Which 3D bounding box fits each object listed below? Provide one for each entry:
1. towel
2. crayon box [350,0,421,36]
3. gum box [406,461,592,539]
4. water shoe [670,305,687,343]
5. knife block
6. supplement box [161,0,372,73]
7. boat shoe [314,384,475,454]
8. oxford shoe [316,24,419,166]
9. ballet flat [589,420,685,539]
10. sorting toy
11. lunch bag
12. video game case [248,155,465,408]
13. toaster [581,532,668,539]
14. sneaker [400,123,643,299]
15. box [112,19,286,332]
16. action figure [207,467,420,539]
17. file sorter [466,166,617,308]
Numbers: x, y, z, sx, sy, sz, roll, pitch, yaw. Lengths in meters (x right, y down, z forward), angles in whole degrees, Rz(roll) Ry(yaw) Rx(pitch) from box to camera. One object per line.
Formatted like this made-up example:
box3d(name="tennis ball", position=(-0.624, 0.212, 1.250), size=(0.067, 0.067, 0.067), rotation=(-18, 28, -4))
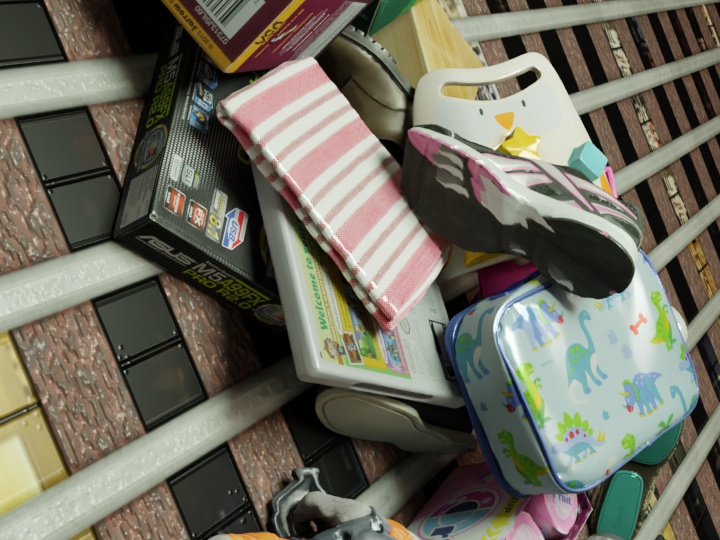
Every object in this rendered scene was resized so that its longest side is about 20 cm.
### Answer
box3d(name="towel", position=(-0.015, -0.062, 0.729), size=(0.200, 0.030, 0.146), rotation=(52, 31, -5))
box3d(name="crayon box", position=(0.022, -0.309, 0.915), size=(0.126, 0.052, 0.200), rotation=(39, 52, 10))
box3d(name="gum box", position=(0.092, 0.225, 0.775), size=(0.200, 0.113, 0.066), rotation=(-36, 102, -53))
box3d(name="water shoe", position=(0.293, 0.080, 0.976), size=(0.078, 0.200, 0.072), rotation=(-5, 68, -9))
box3d(name="knife block", position=(0.057, -0.176, 0.963), size=(0.200, 0.064, 0.176), rotation=(48, 40, -27))
box3d(name="supplement box", position=(-0.073, -0.219, 0.733), size=(0.111, 0.086, 0.200), rotation=(50, 19, -2))
box3d(name="boat shoe", position=(0.033, 0.104, 0.790), size=(0.199, 0.075, 0.062), rotation=(25, 56, -46))
box3d(name="oxford shoe", position=(-0.001, -0.156, 0.872), size=(0.200, 0.073, 0.085), rotation=(40, 86, -9))
box3d(name="ballet flat", position=(0.285, 0.192, 1.021), size=(0.075, 0.067, 0.201), rotation=(-53, 157, -63))
box3d(name="sorting toy", position=(0.126, -0.094, 0.839), size=(0.107, 0.198, 0.181), rotation=(111, -35, -77))
box3d(name="lunch bag", position=(0.168, 0.072, 0.769), size=(0.199, 0.082, 0.162), rotation=(-24, 91, -36))
box3d(name="video game case", position=(0.000, 0.000, 0.739), size=(0.181, 0.022, 0.201), rotation=(18, 49, -48))
box3d(name="toaster", position=(0.168, 0.300, 0.772), size=(0.114, 0.200, 0.129), rotation=(46, 37, 9))
box3d(name="sneaker", position=(0.124, -0.053, 0.749), size=(0.199, 0.081, 0.086), rotation=(33, 43, 12))
box3d(name="box", position=(-0.092, -0.077, 0.741), size=(0.160, 0.044, 0.201), rotation=(35, 48, -38))
box3d(name="action figure", position=(-0.022, 0.228, 0.635), size=(0.193, 0.104, 0.201), rotation=(-12, 76, -41))
box3d(name="file sorter", position=(0.172, 0.023, 0.934), size=(0.126, 0.138, 0.202), rotation=(102, -17, -72))
